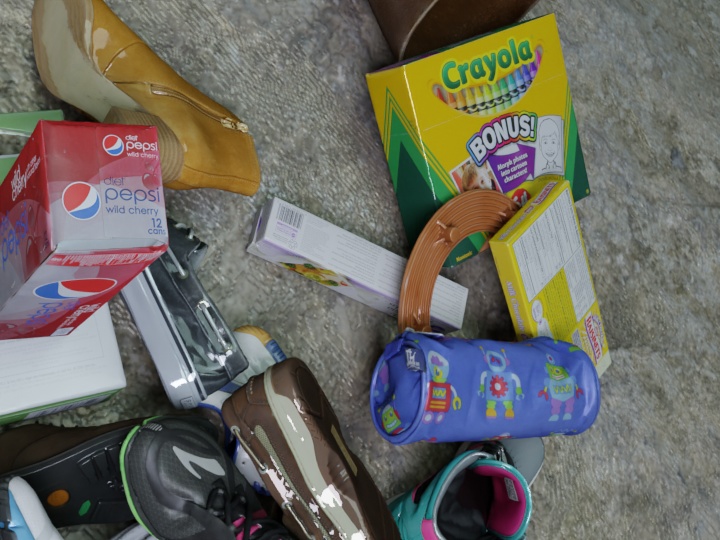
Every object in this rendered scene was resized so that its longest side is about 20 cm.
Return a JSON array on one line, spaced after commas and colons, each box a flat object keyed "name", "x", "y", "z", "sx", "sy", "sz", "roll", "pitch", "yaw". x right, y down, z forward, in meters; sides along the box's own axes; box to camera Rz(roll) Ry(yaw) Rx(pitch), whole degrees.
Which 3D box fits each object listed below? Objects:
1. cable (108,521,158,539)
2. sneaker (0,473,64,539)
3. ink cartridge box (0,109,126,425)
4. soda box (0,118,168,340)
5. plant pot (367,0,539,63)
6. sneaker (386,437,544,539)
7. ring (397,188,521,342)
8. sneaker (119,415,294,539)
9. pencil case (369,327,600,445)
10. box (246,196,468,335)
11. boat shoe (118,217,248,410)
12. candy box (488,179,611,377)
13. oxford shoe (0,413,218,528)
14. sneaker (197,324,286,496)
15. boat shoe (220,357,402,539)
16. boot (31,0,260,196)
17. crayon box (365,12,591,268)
[{"name": "cable", "x": -0.114, "y": 0.265, "z": 0.679, "sx": 0.197, "sy": 0.069, "sz": 0.204, "roll": 9, "pitch": 67, "yaw": -26}, {"name": "sneaker", "x": -0.156, "y": 0.206, "z": 0.601, "sx": 0.086, "sy": 0.074, "sz": 0.203, "roll": -27, "pitch": 94, "yaw": -40}, {"name": "ink cartridge box", "x": -0.237, "y": -0.001, "z": 0.696, "sx": 0.102, "sy": 0.059, "sz": 0.204, "roll": -10, "pitch": 80, "yaw": -33}, {"name": "soda box", "x": -0.173, "y": -0.016, "z": 0.581, "sx": 0.062, "sy": 0.199, "sz": 0.071, "roll": -1, "pitch": 75, "yaw": -32}, {"name": "plant pot", "x": 0.058, "y": -0.314, "z": 0.922, "sx": 0.185, "sy": 0.187, "sz": 0.202, "roll": -25, "pitch": 75, "yaw": -34}, {"name": "sneaker", "x": 0.104, "y": 0.172, "z": 0.814, "sx": 0.198, "sy": 0.120, "sz": 0.085, "roll": -28, "pitch": 89, "yaw": -35}, {"name": "ring", "x": 0.105, "y": 0.033, "z": 0.872, "sx": 0.198, "sy": 0.019, "sz": 0.205, "roll": -9, "pitch": 102, "yaw": -44}, {"name": "sneaker", "x": -0.072, "y": 0.170, "z": 0.640, "sx": 0.201, "sy": 0.083, "sz": 0.077, "roll": 52, "pitch": 54, "yaw": -9}, {"name": "pencil case", "x": 0.099, "y": 0.091, "z": 0.806, "sx": 0.197, "sy": 0.078, "sz": 0.089, "roll": 4, "pitch": 76, "yaw": -33}, {"name": "box", "x": 0.000, "y": 0.000, "z": 0.854, "sx": 0.197, "sy": 0.039, "sz": 0.042, "roll": 24, "pitch": 65, "yaw": -23}, {"name": "boat shoe", "x": -0.142, "y": -0.002, "z": 0.732, "sx": 0.070, "sy": 0.072, "sz": 0.203, "roll": -24, "pitch": 81, "yaw": -15}, {"name": "candy box", "x": 0.173, "y": 0.032, "z": 0.908, "sx": 0.102, "sy": 0.026, "sz": 0.203, "roll": -43, "pitch": 125, "yaw": -36}, {"name": "oxford shoe", "x": -0.190, "y": 0.124, "z": 0.668, "sx": 0.197, "sy": 0.084, "sz": 0.074, "roll": -10, "pitch": 122, "yaw": -30}, {"name": "sneaker", "x": -0.060, "y": 0.144, "z": 0.764, "sx": 0.088, "sy": 0.075, "sz": 0.202, "roll": -36, "pitch": 91, "yaw": -19}, {"name": "boat shoe", "x": -0.031, "y": 0.162, "z": 0.706, "sx": 0.205, "sy": 0.074, "sz": 0.075, "roll": 64, "pitch": 13, "yaw": -6}, {"name": "boot", "x": -0.163, "y": -0.139, "z": 0.787, "sx": 0.143, "sy": 0.071, "sz": 0.203, "roll": 8, "pitch": 45, "yaw": -52}, {"name": "crayon box", "x": 0.113, "y": -0.120, "z": 0.919, "sx": 0.198, "sy": 0.058, "sz": 0.176, "roll": -26, "pitch": 109, "yaw": -35}]
